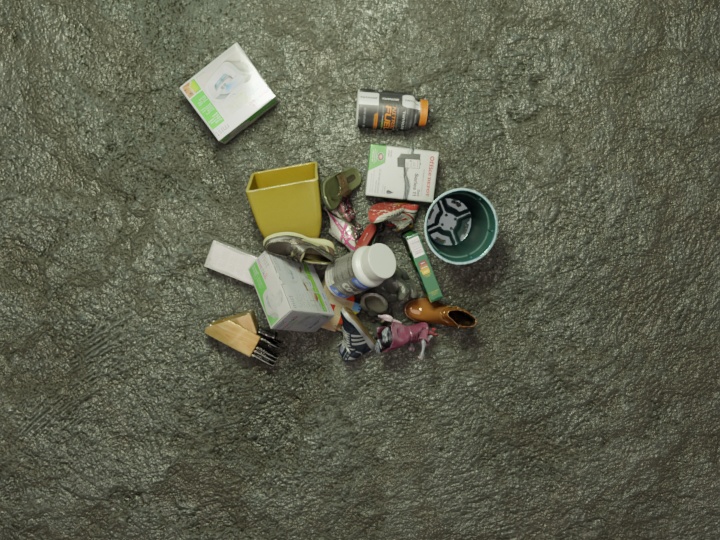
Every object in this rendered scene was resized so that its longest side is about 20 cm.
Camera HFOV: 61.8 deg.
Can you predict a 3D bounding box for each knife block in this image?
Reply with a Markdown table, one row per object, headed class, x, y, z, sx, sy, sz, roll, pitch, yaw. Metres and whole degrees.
| class | x | y | z | sx | sy | sz | roll | pitch | yaw |
| --- | --- | --- | --- | --- | --- | --- | --- | --- | --- |
| knife block | -0.340 | 0.215 | 1.780 | 0.198 | 0.064 | 0.178 | -16 | 98 | 1 |

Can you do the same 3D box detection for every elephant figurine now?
| class | x | y | z | sx | sy | sz | roll | pitch | yaw |
| --- | --- | --- | --- | --- | --- | --- | --- | --- | --- |
| elephant figurine | 0.056 | 0.081 | 1.749 | 0.199 | 0.141 | 0.156 | -39 | 69 | 19 |

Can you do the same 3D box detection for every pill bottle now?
| class | x | y | z | sx | sy | sz | roll | pitch | yaw |
| --- | --- | --- | --- | --- | --- | --- | --- | --- | --- |
| pill bottle | 0.000 | 0.000 | 1.637 | 0.113 | 0.199 | 0.115 | 13 | 68 | -33 |
| pill bottle | 0.087 | -0.446 | 1.677 | 0.197 | 0.106 | 0.108 | 3 | 98 | -2 |

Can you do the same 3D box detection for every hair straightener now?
| class | x | y | z | sx | sy | sz | roll | pitch | yaw |
| --- | --- | --- | --- | --- | --- | --- | --- | --- | --- |
| hair straightener | 0.045 | -0.121 | 1.729 | 0.040 | 0.077 | 0.202 | 11 | 64 | 26 |

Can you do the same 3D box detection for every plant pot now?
| class | x | y | z | sx | sy | sz | roll | pitch | yaw |
| --- | --- | --- | --- | --- | --- | --- | --- | --- | --- |
| plant pot | -0.195 | -0.168 | 1.673 | 0.192 | 0.196 | 0.202 | -10 | 115 | 0 |
| plant pot | 0.262 | -0.130 | 1.682 | 0.197 | 0.196 | 0.203 | 0 | 99 | -2 |

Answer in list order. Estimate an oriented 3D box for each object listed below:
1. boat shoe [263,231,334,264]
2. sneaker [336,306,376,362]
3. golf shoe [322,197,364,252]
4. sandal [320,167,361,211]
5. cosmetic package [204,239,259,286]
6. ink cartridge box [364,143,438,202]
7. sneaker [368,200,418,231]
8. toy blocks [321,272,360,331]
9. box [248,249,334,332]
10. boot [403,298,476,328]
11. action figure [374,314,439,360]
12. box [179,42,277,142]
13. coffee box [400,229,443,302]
| class | x | y | z | sx | sy | sz | roll | pitch | yaw |
| --- | --- | --- | --- | --- | --- | --- | --- | --- | --- |
| boat shoe | -0.161 | -0.055 | 1.614 | 0.197 | 0.065 | 0.074 | 4 | 136 | -17 |
| sneaker | -0.035 | 0.193 | 1.744 | 0.108 | 0.070 | 0.200 | -33 | 135 | 2 |
| golf shoe | -0.042 | -0.112 | 1.747 | 0.091 | 0.073 | 0.202 | -20 | 97 | 26 |
| sandal | -0.048 | -0.237 | 1.665 | 0.057 | 0.201 | 0.080 | -11 | 117 | 39 |
| cosmetic package | -0.345 | -0.015 | 1.753 | 0.198 | 0.051 | 0.083 | 23 | 94 | -5 |
| ink cartridge box | 0.116 | -0.276 | 1.713 | 0.197 | 0.083 | 0.149 | 5 | 98 | -3 |
| sneaker | 0.097 | -0.146 | 1.690 | 0.077 | 0.199 | 0.083 | 18 | 109 | 39 |
| toy blocks | -0.061 | 0.100 | 1.767 | 0.135 | 0.100 | 0.202 | 17 | 98 | -16 |
| box | -0.189 | 0.058 | 1.656 | 0.097 | 0.175 | 0.201 | -41 | 60 | 28 |
| boot | 0.231 | 0.130 | 1.736 | 0.198 | 0.155 | 0.078 | 17 | 89 | -4 |
| action figure | 0.136 | 0.181 | 1.749 | 0.198 | 0.134 | 0.151 | -10 | 95 | -24 |
| box | -0.357 | -0.482 | 1.656 | 0.199 | 0.097 | 0.177 | -36 | 96 | 2 |
| coffee box | 0.176 | -0.015 | 1.734 | 0.044 | 0.123 | 0.202 | -23 | 100 | 1 |
